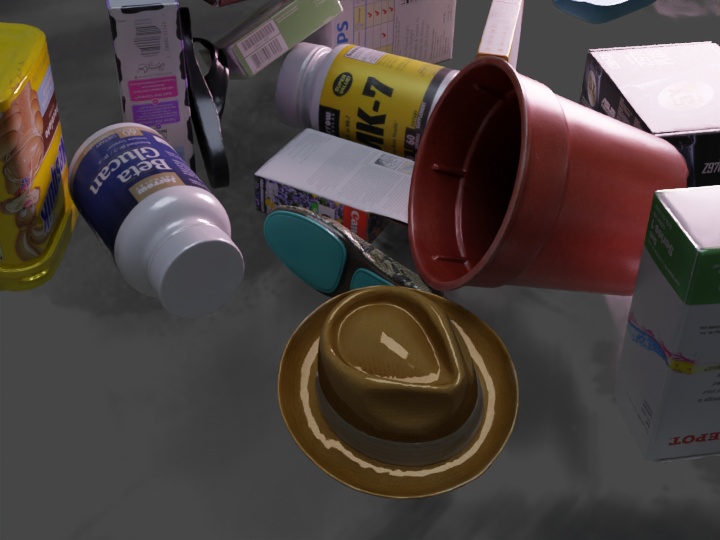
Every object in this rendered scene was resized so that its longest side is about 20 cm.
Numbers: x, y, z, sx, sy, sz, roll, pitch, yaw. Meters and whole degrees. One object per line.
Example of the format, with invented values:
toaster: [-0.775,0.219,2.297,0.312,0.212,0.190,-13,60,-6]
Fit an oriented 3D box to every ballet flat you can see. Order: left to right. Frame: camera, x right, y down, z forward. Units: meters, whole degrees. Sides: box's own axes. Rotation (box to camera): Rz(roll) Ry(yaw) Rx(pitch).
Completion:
ballet flat: [0.000,0.000,0.900,0.199,0.068,0.075,32,26,25]

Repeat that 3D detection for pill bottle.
pill bottle: [-0.188,-0.046,0.900,0.110,0.112,0.200,-21,44,-26]
pill bottle: [0.013,-0.185,1.078,0.198,0.115,0.114,17,41,20]

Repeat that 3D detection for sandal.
sandal: [-0.161,-0.188,1.052,0.047,0.075,0.203,-12,82,-15]

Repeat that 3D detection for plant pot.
plant pot: [0.172,-0.066,0.863,0.193,0.202,0.202,10,34,-22]

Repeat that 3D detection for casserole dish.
casserole dish: [0.365,-0.411,1.431,0.199,0.039,0.121,-28,48,-30]

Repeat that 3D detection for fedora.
fedora: [0.028,0.074,0.751,0.198,0.082,0.203,-2,54,3]

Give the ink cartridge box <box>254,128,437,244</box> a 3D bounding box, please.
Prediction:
ink cartridge box: [0.001,-0.077,0.997,0.198,0.051,0.109,20,42,20]

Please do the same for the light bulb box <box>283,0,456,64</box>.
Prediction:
light bulb box: [0.011,-0.354,1.221,0.198,0.200,0.125,-22,42,-28]

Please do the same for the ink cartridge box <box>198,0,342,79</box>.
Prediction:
ink cartridge box: [-0.126,-0.279,1.148,0.145,0.048,0.199,-41,26,-19]

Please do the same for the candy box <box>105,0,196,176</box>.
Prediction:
candy box: [-0.229,-0.222,1.046,0.071,0.202,0.168,-9,38,-12]

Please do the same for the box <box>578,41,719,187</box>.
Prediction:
box: [0.359,-0.173,1.097,0.161,0.087,0.201,-5,39,-7]

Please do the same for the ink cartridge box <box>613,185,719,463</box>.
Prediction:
ink cartridge box: [0.286,0.040,0.741,0.143,0.202,0.084,-5,35,-8]

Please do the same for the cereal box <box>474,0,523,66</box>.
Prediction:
cereal box: [0.154,-0.224,1.108,0.039,0.145,0.201,9,38,9]

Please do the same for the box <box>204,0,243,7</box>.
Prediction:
box: [-0.144,-0.399,1.018,0.163,0.167,0.200,33,26,4]

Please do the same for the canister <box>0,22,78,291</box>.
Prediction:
canister: [-0.323,-0.104,0.891,0.085,0.202,0.150,4,42,-1]
